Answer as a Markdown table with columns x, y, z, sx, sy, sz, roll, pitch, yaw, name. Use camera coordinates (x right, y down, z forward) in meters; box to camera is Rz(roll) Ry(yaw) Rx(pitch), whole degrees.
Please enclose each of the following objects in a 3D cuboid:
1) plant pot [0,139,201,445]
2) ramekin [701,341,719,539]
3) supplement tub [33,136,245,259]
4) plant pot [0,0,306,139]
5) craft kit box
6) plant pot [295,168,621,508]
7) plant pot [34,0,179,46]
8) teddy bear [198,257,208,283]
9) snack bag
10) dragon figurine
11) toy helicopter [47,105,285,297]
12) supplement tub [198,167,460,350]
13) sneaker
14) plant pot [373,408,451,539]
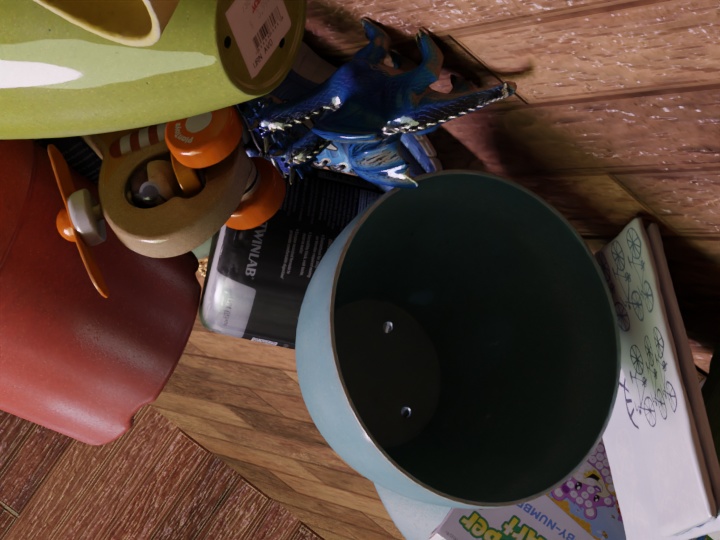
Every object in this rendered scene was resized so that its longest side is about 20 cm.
| x | y | z | sx | sy | sz | roll | pitch | yaw | name |
| --- | --- | --- | --- | --- | --- | --- | --- | --- | --- |
| -0.223 | 0.008 | 1.578 | 0.195 | 0.202 | 0.201 | 30 | 171 | -26 | plant pot |
| 0.285 | 0.136 | 1.499 | 0.200 | 0.098 | 0.200 | 33 | 168 | 8 | ramekin |
| -0.161 | -0.112 | 1.656 | 0.200 | 0.141 | 0.140 | 41 | 167 | -27 | supplement tub |
| -0.137 | -0.158 | 1.397 | 0.199 | 0.188 | 0.187 | 9 | 156 | 30 | plant pot |
| 0.181 | 0.155 | 1.618 | 0.200 | 0.198 | 0.049 | 34 | 169 | 2 | craft kit box |
| 0.040 | 0.052 | 1.459 | 0.200 | 0.201 | 0.135 | 38 | 153 | -16 | plant pot |
| -0.137 | -0.226 | 1.154 | 0.200 | 0.142 | 0.200 | 34 | 168 | 8 | plant pot |
| -0.071 | 0.005 | 1.950 | 0.144 | 0.067 | 0.200 | -23 | 132 | 21 | teddy bear |
| 0.171 | 0.078 | 1.481 | 0.200 | 0.021 | 0.190 | 128 | 129 | -75 | snack bag |
| 0.013 | -0.086 | 1.385 | 0.200 | 0.100 | 0.059 | 22 | 163 | 47 | dragon figurine |
| -0.149 | -0.067 | 1.489 | 0.200 | 0.132 | 0.079 | 40 | 169 | 43 | toy helicopter |
| 0.000 | 0.000 | 1.589 | 0.199 | 0.123 | 0.123 | 13 | 170 | -6 | supplement tub |
| -0.033 | -0.086 | 1.533 | 0.200 | 0.089 | 0.079 | 34 | 169 | 1 | sneaker |
| 0.118 | 0.133 | 1.737 | 0.200 | 0.197 | 0.196 | 44 | 165 | -22 | plant pot |
